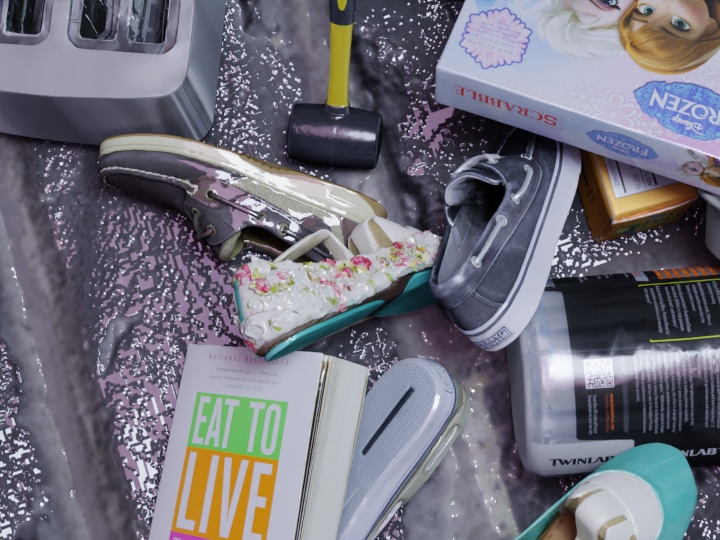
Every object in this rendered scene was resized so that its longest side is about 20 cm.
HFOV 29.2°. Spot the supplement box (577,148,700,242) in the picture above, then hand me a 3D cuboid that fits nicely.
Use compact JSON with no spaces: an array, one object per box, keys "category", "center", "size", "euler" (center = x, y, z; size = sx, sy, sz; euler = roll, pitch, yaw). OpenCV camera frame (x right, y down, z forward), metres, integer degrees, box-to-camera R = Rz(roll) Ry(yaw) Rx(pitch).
[{"category":"supplement box","center":[0.164,-0.126,0.924],"size":[0.068,0.067,0.203],"euler":[-12,80,-2]}]

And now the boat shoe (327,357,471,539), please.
[{"category":"boat shoe","center":[-0.001,0.145,0.879],"size":[0.200,0.062,0.072],"euler":[-49,50,10]}]

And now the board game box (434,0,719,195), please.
[{"category":"board game box","center":[0.171,-0.165,0.858],"size":[0.197,0.041,0.202],"euler":[18,68,11]}]

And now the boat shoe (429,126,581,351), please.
[{"category":"boat shoe","center":[0.084,-0.042,0.865],"size":[0.068,0.071,0.201],"euler":[41,45,-20]}]

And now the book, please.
[{"category":"book","center":[-0.075,0.151,0.867],"size":[0.132,0.048,0.203],"euler":[1,77,40]}]

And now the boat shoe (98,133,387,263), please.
[{"category":"boat shoe","center":[-0.083,-0.039,0.912],"size":[0.197,0.073,0.066],"euler":[13,75,4]}]

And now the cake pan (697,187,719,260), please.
[{"category":"cake pan","center":[0.298,-0.011,0.844],"size":[0.197,0.200,0.037],"euler":[15,107,4]}]

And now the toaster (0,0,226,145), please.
[{"category":"toaster","center":[-0.184,-0.175,0.917],"size":[0.178,0.119,0.203],"euler":[5,80,3]}]

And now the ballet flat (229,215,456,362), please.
[{"category":"ballet flat","center":[0.000,0.000,0.861],"size":[0.198,0.076,0.065],"euler":[-16,72,-45]}]

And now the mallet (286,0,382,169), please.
[{"category":"mallet","center":[-0.022,-0.154,0.889],"size":[0.065,0.202,0.041],"euler":[0,37,7]}]

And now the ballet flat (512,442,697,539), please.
[{"category":"ballet flat","center":[0.115,0.161,0.761],"size":[0.199,0.071,0.067],"euler":[-39,63,-14]}]

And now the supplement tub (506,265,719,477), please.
[{"category":"supplement tub","center":[0.194,0.061,0.861],"size":[0.197,0.123,0.125],"euler":[-4,80,2]}]
